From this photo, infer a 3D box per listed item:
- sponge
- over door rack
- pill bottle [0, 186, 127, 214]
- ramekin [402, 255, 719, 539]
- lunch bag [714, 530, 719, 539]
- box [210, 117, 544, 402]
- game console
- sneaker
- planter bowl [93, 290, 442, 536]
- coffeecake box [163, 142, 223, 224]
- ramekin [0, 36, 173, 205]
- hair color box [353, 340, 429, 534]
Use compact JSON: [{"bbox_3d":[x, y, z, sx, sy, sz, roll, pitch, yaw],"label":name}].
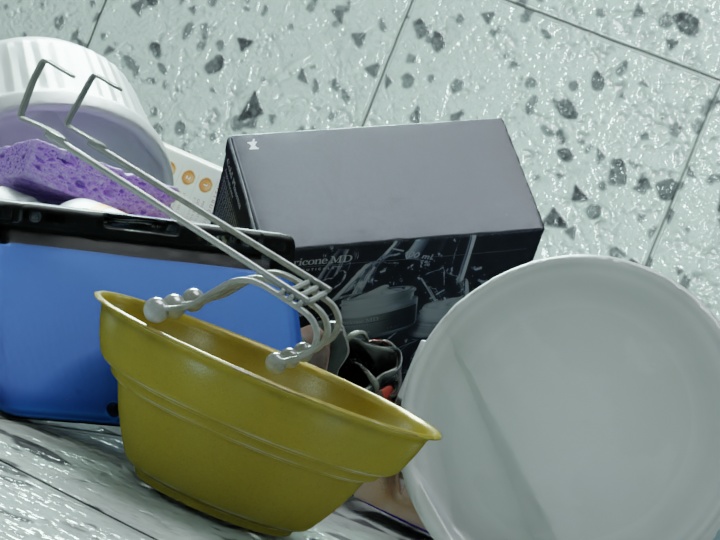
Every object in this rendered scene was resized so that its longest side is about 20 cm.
[{"bbox_3d":[-0.217,-0.052,1.800,0.111,0.030,0.200,18,-11,-30],"label":"sponge"},{"bbox_3d":[-0.100,-0.020,1.403,0.200,0.067,0.148,44,3,2],"label":"over door rack"},{"bbox_3d":[-0.156,0.021,1.688,0.199,0.112,0.111,23,2,13],"label":"pill bottle"},{"bbox_3d":[0.129,0.099,1.538,0.201,0.203,0.094,23,-10,19],"label":"ramekin"},{"bbox_3d":[0.136,0.138,1.798,0.199,0.128,0.170,4,11,-39],"label":"lunch bag"},{"bbox_3d":[0.000,0.000,1.805,0.198,0.183,0.105,-5,51,-18],"label":"box"},{"bbox_3d":[-0.143,0.025,1.542,0.199,0.119,0.170,7,0,-27],"label":"game console"},{"bbox_3d":[-0.002,0.082,1.666,0.200,0.081,0.078,39,29,-64],"label":"sneaker"},{"bbox_3d":[-0.064,0.086,1.410,0.199,0.084,0.200,23,2,-1],"label":"planter bowl"},{"bbox_3d":[-0.119,0.000,2.020,0.199,0.154,0.073,24,3,24],"label":"coffeecake box"},{"bbox_3d":[-0.241,-0.081,1.941,0.201,0.202,0.095,21,38,-34],"label":"ramekin"},{"bbox_3d":[0.109,0.132,1.630,0.199,0.110,0.065,23,-4,22],"label":"hair color box"}]
